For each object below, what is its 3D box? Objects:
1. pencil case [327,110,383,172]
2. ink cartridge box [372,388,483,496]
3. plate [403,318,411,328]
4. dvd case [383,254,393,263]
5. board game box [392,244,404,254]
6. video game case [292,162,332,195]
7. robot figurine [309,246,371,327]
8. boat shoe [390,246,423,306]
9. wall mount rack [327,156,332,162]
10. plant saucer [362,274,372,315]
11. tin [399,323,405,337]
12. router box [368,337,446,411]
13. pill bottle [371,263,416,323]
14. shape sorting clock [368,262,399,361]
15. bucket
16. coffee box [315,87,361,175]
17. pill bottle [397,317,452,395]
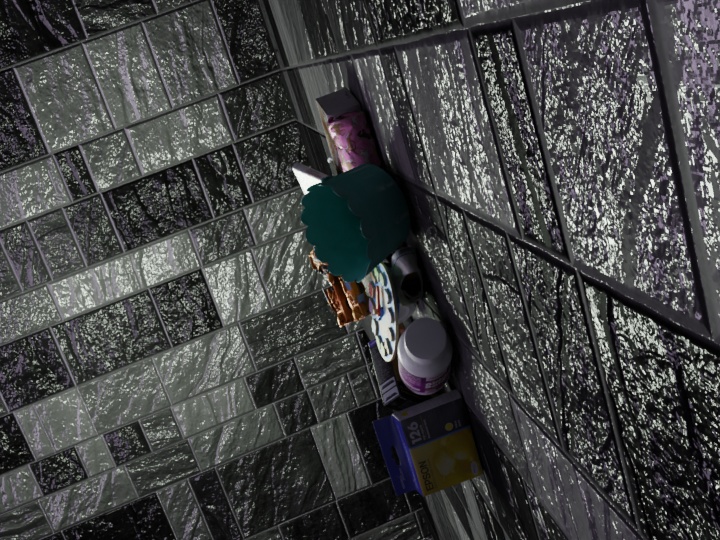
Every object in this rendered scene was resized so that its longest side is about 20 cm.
[{"bbox_3d":[-0.004,-0.227,1.590,0.082,0.085,0.205,20,131,63],"label":"pencil case"},{"bbox_3d":[0.146,0.377,1.638,0.047,0.195,0.202,-123,13,-68],"label":"ink cartridge box"},{"bbox_3d":[0.111,0.139,2.068,0.201,0.032,0.204,83,167,-64],"label":"plate"},{"bbox_3d":[-0.024,-0.088,1.749,0.198,0.025,0.151,11,144,54],"label":"dvd case"},{"bbox_3d":[0.073,-0.073,1.719,0.096,0.029,0.205,144,104,-85],"label":"board game box"},{"bbox_3d":[-0.058,-0.145,1.759,0.180,0.023,0.202,27,155,35],"label":"video game case"},{"bbox_3d":[-0.049,0.019,1.721,0.144,0.057,0.204,-25,91,55],"label":"robot figurine"},{"bbox_3d":[0.100,0.034,1.605,0.202,0.069,0.071,91,162,-58],"label":"boat shoe"},{"bbox_3d":[-0.080,-0.195,1.986,0.073,0.203,0.175,24,160,12],"label":"wall mount rack"},{"bbox_3d":[0.000,0.000,1.720,0.199,0.032,0.204,34,138,37],"label":"plant saucer"},{"bbox_3d":[0.111,0.208,1.975,0.201,0.041,0.114,82,169,-61],"label":"tin"},{"bbox_3d":[0.111,0.241,1.700,0.198,0.052,0.160,28,-144,-44],"label":"router box"},{"bbox_3d":[0.051,0.023,1.820,0.113,0.110,0.203,77,171,-57],"label":"pill bottle"},{"bbox_3d":[0.046,0.085,1.590,0.200,0.038,0.206,177,90,-81],"label":"shape sorting clock"},{"bbox_3d":[-0.008,-0.098,1.499,0.205,0.134,0.211,33,139,33],"label":"bucket"},{"bbox_3d":[-0.027,-0.280,1.696,0.115,0.078,0.204,-119,10,-57],"label":"coffee box"},{"bbox_3d":[0.128,0.168,1.530,0.201,0.110,0.114,80,169,-66],"label":"pill bottle"}]
